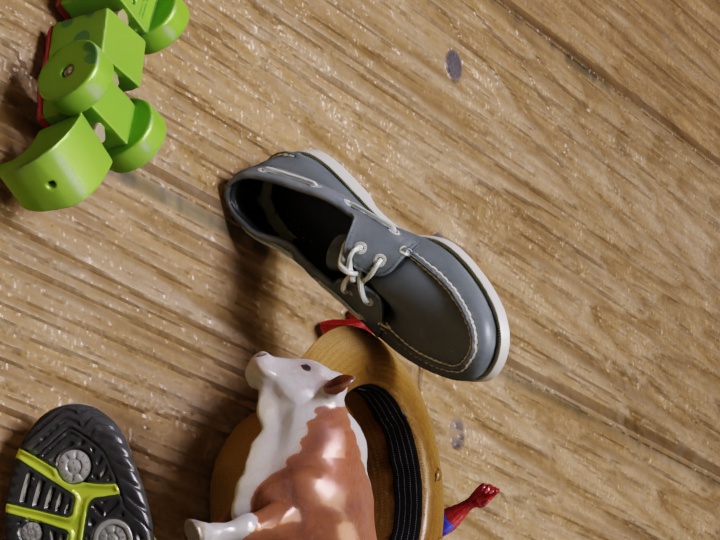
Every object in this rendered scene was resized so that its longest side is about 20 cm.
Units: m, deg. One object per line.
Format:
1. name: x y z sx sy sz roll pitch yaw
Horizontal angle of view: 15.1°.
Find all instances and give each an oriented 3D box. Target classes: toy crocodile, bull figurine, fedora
1. toy crocodile: -0.136 -0.115 1.396 0.068 0.062 0.200 48 41 -44
2. bull figurine: -0.033 0.144 1.370 0.121 0.065 0.200 -24 103 -29
3. fedora: -0.027 0.129 1.500 0.201 0.082 0.201 16 71 -57

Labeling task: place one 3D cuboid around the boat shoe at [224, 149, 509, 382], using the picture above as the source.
1. boat shoe: 0.000 0.000 1.495 0.062 0.200 0.073 -6 128 -45

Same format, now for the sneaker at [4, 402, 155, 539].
1. sneaker: -0.130 0.165 1.353 0.076 0.075 0.200 -151 -130 -87

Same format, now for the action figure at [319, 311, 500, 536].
1. action figure: 0.041 0.122 1.609 0.065 0.099 0.200 -22 106 -58
